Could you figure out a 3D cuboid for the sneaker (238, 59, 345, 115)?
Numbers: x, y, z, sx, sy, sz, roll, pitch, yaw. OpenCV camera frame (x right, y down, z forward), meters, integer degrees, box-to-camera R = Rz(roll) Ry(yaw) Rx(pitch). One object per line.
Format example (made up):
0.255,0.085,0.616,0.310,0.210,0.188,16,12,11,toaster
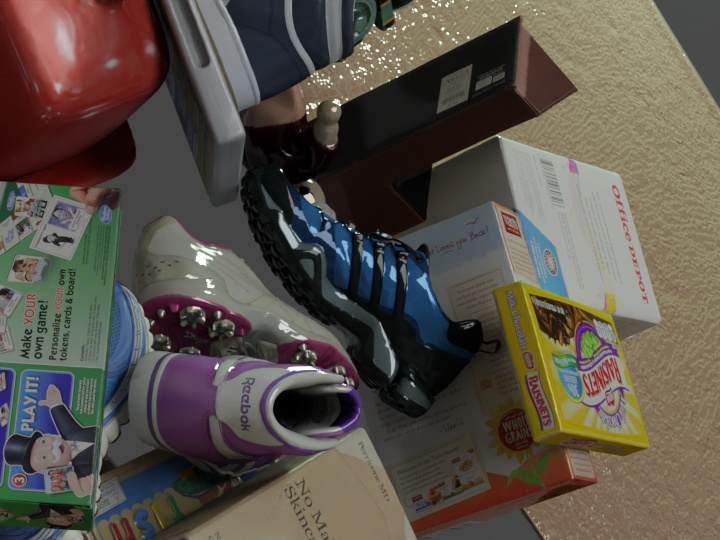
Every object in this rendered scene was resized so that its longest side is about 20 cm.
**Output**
-0.071,-0.216,1.494,0.075,0.113,0.201,-11,78,-57,sneaker

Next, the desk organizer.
0.050,-0.091,1.507,0.077,0.199,0.072,43,37,-33,desk organizer

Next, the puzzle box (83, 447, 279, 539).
-0.098,0.168,1.280,0.200,0.025,0.134,-23,89,-58,puzzle box

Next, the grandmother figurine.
-0.056,-0.103,1.445,0.060,0.121,0.201,-28,116,-32,grandmother figurine

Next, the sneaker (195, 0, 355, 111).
-0.068,-0.210,1.345,0.070,0.108,0.201,-141,-149,-76,sneaker

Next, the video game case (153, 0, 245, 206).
-0.115,-0.144,1.358,0.200,0.022,0.183,118,-48,-80,video game case

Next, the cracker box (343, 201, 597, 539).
0.068,0.070,1.479,0.058,0.133,0.201,17,55,-65,cracker box

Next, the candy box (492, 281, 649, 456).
0.144,0.069,1.442,0.200,0.026,0.103,17,58,-66,candy box

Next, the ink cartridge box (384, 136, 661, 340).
0.126,-0.004,1.625,0.199,0.125,0.129,13,58,-51,ink cartridge box

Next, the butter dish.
-0.185,-0.152,1.256,0.199,0.147,0.201,-29,93,-59,butter dish

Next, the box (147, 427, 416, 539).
-0.055,0.171,1.243,0.200,0.077,0.095,-28,92,-58,box

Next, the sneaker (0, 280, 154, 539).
-0.176,0.068,1.185,0.089,0.078,0.201,46,37,-31,sneaker

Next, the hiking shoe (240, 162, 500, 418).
0.000,0.000,1.424,0.087,0.074,0.200,-40,101,-11,hiking shoe

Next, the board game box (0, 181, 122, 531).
-0.200,0.039,1.138,0.133,0.029,0.201,4,55,-4,board game box

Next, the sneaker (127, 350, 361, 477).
-0.045,0.087,1.249,0.200,0.113,0.073,11,82,-72,sneaker

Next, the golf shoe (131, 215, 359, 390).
-0.071,0.029,1.371,0.200,0.075,0.092,33,33,-47,golf shoe

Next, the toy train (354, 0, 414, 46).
-0.007,-0.254,1.562,0.085,0.114,0.201,39,-25,39,toy train
